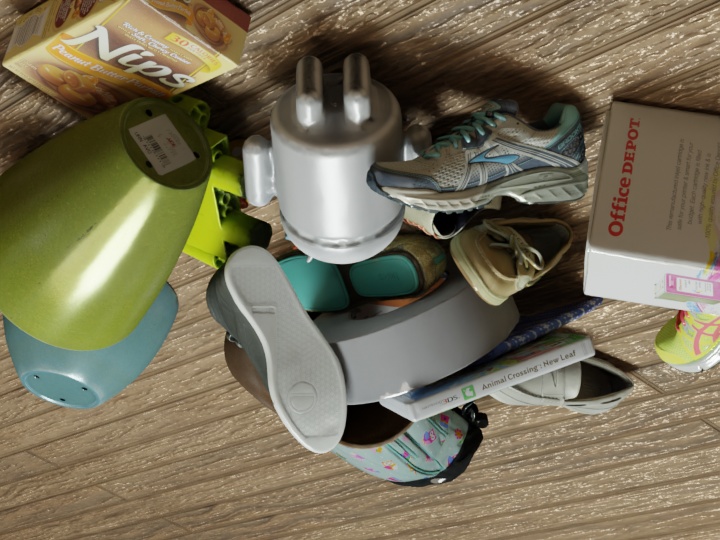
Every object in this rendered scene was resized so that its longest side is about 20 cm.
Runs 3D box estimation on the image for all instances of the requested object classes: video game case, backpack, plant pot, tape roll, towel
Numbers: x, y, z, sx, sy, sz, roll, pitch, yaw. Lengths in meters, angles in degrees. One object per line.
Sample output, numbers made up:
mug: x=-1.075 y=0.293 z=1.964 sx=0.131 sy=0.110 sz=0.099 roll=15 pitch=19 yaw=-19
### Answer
video game case: x=0.114 y=0.096 z=1.669 sx=0.180 sy=0.022 sz=0.200 roll=-20 pitch=-177 yaw=-7
backpack: x=0.025 y=0.162 z=1.971 sx=0.166 sy=0.128 sz=0.200 roll=-7 pitch=143 yaw=41
plant pot: x=-0.219 y=-0.058 z=1.541 sx=0.186 sy=0.189 sz=0.200 roll=27 pitch=137 yaw=-24
tape roll: x=0.048 y=0.052 z=1.657 sx=0.199 sy=0.200 sz=0.067 roll=-13 pitch=106 yaw=40
plant pot: x=-0.052 y=0.084 z=1.834 sx=0.186 sy=0.189 sz=0.199 roll=34 pitch=160 yaw=-33
towel: x=0.131 y=0.065 z=1.728 sx=0.144 sy=0.024 sz=0.199 roll=-16 pitch=-177 yaw=42
plant pot: x=-0.316 y=0.074 z=1.956 sx=0.198 sy=0.136 sz=0.201 roll=11 pitch=152 yaw=6

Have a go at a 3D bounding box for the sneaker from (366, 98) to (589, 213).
sneaker: x=0.096 y=-0.101 z=1.459 sx=0.198 sy=0.087 sz=0.078 roll=-7 pitch=-161 yaw=-21

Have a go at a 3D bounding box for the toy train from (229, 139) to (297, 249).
toy train: x=-0.086 y=-0.054 z=1.699 sx=0.198 sy=0.056 sz=0.150 roll=23 pitch=151 yaw=-17

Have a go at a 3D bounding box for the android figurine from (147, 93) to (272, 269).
android figurine: x=-0.167 y=-0.085 z=1.625 sx=0.199 sy=0.041 sz=0.184 roll=22 pitch=136 yaw=36

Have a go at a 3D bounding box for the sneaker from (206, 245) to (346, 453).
sneaker: x=-0.077 y=0.071 z=1.608 sx=0.202 sy=0.070 sz=0.099 roll=64 pitch=162 yaw=-7

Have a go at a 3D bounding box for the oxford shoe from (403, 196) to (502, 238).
oxford shoe: x=0.052 y=-0.062 z=1.585 sx=0.070 sy=0.075 sz=0.199 roll=4 pitch=163 yaw=-36

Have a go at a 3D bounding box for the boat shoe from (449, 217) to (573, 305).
boat shoe: x=0.136 y=-0.019 z=1.572 sx=0.062 sy=0.074 sz=0.200 roll=-35 pitch=175 yaw=21

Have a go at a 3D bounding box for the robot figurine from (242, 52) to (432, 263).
robot figurine: x=-0.017 y=-0.088 z=1.511 sx=0.167 sy=0.114 sz=0.201 roll=0 pitch=132 yaw=3

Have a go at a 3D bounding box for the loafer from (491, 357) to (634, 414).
loafer: x=0.201 y=0.108 z=1.831 sx=0.198 sy=0.071 sz=0.070 roll=10 pitch=157 yaw=-37

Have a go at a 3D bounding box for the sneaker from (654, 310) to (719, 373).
sneaker: x=0.331 y=0.027 z=1.648 sx=0.090 sy=0.079 sz=0.200 roll=31 pitch=143 yaw=-14

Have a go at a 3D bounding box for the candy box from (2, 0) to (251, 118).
candy box: x=-0.201 y=-0.195 z=1.492 sx=0.115 sy=0.056 sz=0.199 roll=31 pitch=149 yaw=-34

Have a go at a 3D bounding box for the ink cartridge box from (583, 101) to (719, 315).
ink cartridge box: x=0.289 y=-0.046 z=1.443 sx=0.198 sy=0.146 sz=0.085 roll=10 pitch=154 yaw=8

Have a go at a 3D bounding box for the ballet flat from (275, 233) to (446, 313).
ballet flat: x=0.000 y=0.000 z=1.660 sx=0.199 sy=0.071 sz=0.071 roll=-6 pitch=147 yaw=41
